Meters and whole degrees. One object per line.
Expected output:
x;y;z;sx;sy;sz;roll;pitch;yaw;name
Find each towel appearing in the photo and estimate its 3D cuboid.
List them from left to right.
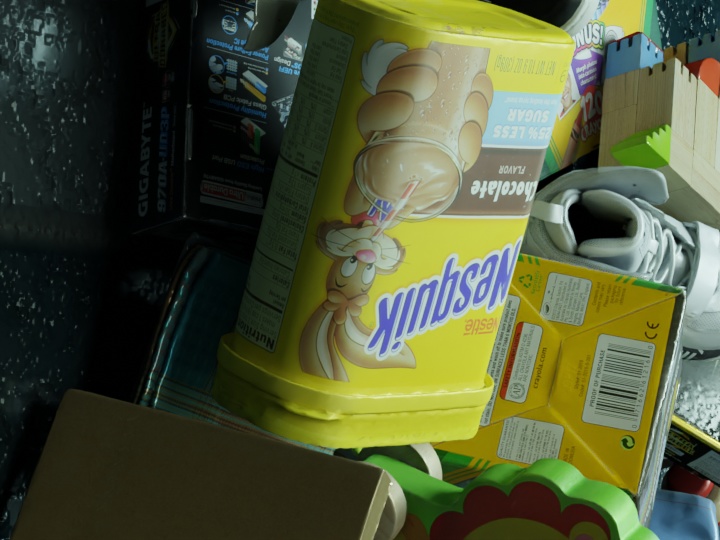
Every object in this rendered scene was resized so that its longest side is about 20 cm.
-0.066;0.094;1.324;0.146;0.022;0.201;22;88;-47;towel

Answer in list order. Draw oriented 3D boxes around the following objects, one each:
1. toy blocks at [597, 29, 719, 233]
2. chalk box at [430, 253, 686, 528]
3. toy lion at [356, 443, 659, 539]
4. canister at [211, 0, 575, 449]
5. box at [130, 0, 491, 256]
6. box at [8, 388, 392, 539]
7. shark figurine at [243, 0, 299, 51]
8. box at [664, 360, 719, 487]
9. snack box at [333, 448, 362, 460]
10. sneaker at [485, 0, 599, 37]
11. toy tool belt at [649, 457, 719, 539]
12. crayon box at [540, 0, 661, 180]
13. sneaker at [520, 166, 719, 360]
0.207;-0.079;1.632;0.200;0.099;0.138;37;49;-41;toy blocks
0.111;0.084;1.524;0.200;0.123;0.125;76;28;-70;chalk box
0.062;0.183;1.373;0.069;0.191;0.201;-31;140;-59;toy lion
0.018;-0.026;1.273;0.148;0.086;0.201;-1;110;-48;canister
-0.020;-0.080;1.363;0.199;0.046;0.160;12;72;-38;box
-0.092;0.164;1.211;0.021;0.162;0.201;68;38;-64;box
-0.066;-0.147;1.236;0.213;0.128;0.090;13;81;-32;shark figurine
0.211;0.020;1.696;0.159;0.049;0.201;30;58;-10;box
0.000;0.000;1.451;0.142;0.053;0.201;48;52;-43;snack box
0.039;-0.202;1.433;0.111;0.073;0.200;11;37;-47;sneaker
0.183;0.188;1.668;0.123;0.124;0.201;53;48;-53;toy tool belt
0.110;-0.129;1.609;0.200;0.058;0.120;-29;114;-52;crayon box
0.169;-0.003;1.531;0.199;0.115;0.076;14;76;-11;sneaker
